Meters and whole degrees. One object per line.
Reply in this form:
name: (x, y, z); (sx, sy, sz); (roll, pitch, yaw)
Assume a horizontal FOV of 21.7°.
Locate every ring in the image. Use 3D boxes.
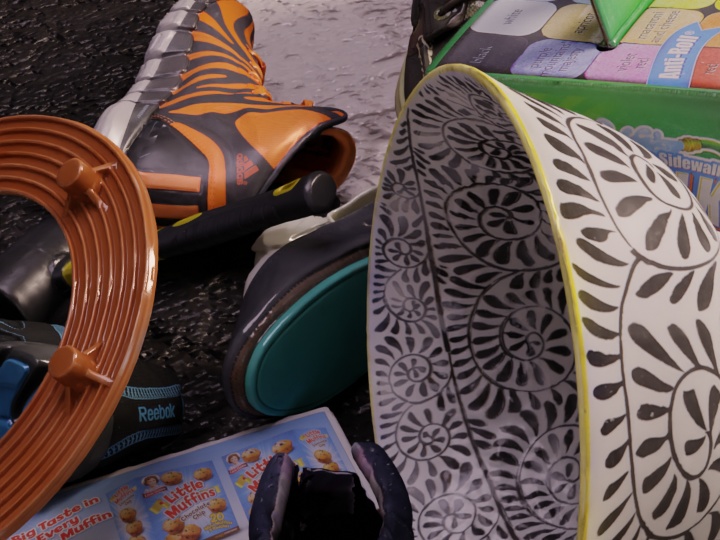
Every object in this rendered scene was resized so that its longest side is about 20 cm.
ring: (-0.162, 0.024, 0.698); (0.200, 0.019, 0.201); (-18, 53, 26)

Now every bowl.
bowl: (0.074, 0.032, 0.606); (0.094, 0.201, 0.201); (-4, 30, -17)

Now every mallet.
mallet: (-0.082, -0.015, 0.791); (0.200, 0.041, 0.066); (-19, 22, 35)

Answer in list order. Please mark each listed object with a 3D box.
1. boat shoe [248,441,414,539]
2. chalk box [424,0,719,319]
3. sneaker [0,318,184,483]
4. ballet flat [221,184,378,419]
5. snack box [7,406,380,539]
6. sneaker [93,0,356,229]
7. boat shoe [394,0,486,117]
boat shoe: (-0.007, 0.135, 0.542); (0.075, 0.093, 0.200); (-10, 32, 0)
chalk box: (0.110, -0.048, 0.698); (0.124, 0.200, 0.124); (9, 37, 28)
sneaker: (-0.161, 0.052, 0.761); (0.200, 0.073, 0.082); (11, 8, 37)
ballet flat: (0.000, 0.000, 0.777); (0.073, 0.073, 0.200); (20, 36, 39)
snack box: (-0.094, 0.104, 0.681); (0.200, 0.024, 0.072); (-17, 31, -10)
sneaker: (-0.053, -0.070, 0.912); (0.112, 0.078, 0.200); (8, 36, 8)
boat shoe: (0.053, -0.115, 0.841); (0.072, 0.066, 0.201); (2, 35, 4)
